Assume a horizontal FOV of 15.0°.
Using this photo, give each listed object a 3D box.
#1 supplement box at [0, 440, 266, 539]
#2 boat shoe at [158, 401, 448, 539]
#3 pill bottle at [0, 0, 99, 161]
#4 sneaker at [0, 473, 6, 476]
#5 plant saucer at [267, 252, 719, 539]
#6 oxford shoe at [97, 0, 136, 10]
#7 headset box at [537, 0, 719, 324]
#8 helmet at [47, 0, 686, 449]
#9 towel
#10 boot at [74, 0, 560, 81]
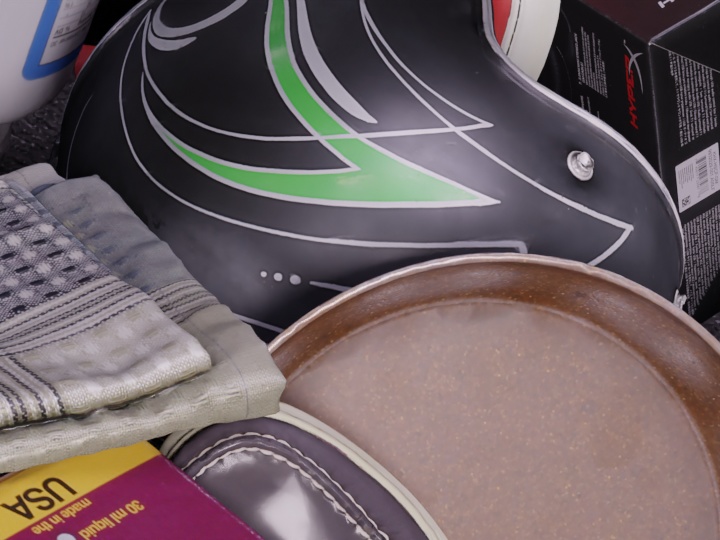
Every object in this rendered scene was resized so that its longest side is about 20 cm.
[{"bbox_3d":[-0.041,0.157,0.712,0.200,0.131,0.103,38,35,18],"label":"supplement box"},{"bbox_3d":[0.011,0.124,0.772,0.200,0.072,0.065,59,0,-15],"label":"boat shoe"},{"bbox_3d":[-0.144,-0.122,0.976,0.112,0.200,0.112,18,33,-12],"label":"pill bottle"},{"bbox_3d":[-0.173,0.085,0.790,0.199,0.076,0.105,14,42,5],"label":"sneaker"},{"bbox_3d":[0.034,0.090,0.820,0.200,0.201,0.034,15,8,-15],"label":"plant saucer"},{"bbox_3d":[-0.171,-0.173,1.155,0.084,0.073,0.200,-15,40,-24],"label":"oxford shoe"},{"bbox_3d":[0.084,-0.090,1.093,0.077,0.149,0.200,-30,43,-20],"label":"headset box"},{"bbox_3d":[0.000,0.000,0.910,0.199,0.200,0.191,1,42,-32],"label":"helmet"},{"bbox_3d":[-0.145,0.010,0.772,0.199,0.035,0.192,-10,24,-26],"label":"towel"},{"bbox_3d":[-0.024,-0.081,1.018,0.144,0.200,0.073,6,65,-26],"label":"boot"}]
